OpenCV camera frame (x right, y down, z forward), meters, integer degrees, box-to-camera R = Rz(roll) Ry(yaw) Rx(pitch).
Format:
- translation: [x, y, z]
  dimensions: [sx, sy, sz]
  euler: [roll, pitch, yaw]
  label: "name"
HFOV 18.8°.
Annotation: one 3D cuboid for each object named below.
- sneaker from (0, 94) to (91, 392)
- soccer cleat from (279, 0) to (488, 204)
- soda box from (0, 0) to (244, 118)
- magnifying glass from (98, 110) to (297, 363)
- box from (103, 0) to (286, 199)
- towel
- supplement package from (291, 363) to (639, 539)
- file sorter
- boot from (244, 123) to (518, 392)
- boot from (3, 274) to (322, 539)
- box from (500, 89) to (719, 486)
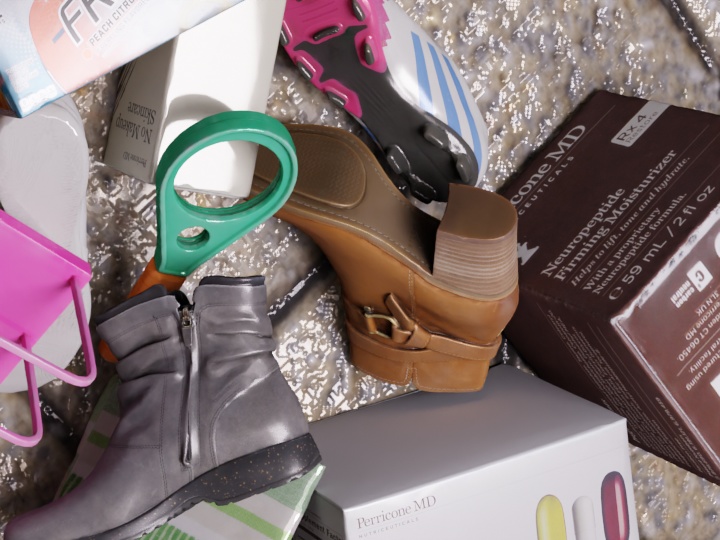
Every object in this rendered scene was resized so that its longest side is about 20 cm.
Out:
- translation: [-0.189, -0.025, 1.255]
  dimensions: [0.075, 0.089, 0.201]
  euler: [8, 122, -12]
  label: "sneaker"
- translation: [0.011, -0.131, 1.338]
  dimensions: [0.070, 0.087, 0.200]
  euler: [-25, 114, 28]
  label: "soccer cleat"
- translation: [-0.121, -0.154, 1.167]
  dimensions: [0.199, 0.068, 0.064]
  euler: [-31, 108, -20]
  label: "soda box"
- translation: [-0.102, -0.016, 1.263]
  dimensions: [0.079, 0.022, 0.200]
  euler: [11, 134, -30]
  label: "magnifying glass"
- translation: [-0.091, -0.149, 1.271]
  dimensions: [0.068, 0.082, 0.202]
  euler: [8, 96, -29]
  label: "box"
- translation: [-0.127, 0.175, 1.300]
  dimensions: [0.201, 0.152, 0.023]
  euler: [-64, 159, -2]
  label: "towel"
- translation: [0.051, 0.150, 1.364]
  dimensions: [0.199, 0.156, 0.112]
  euler: [-16, 107, -23]
  label: "supplement package"
- translation: [-0.254, 0.067, 1.167]
  dimensions: [0.139, 0.126, 0.200]
  euler: [33, 111, -29]
  label: "file sorter"
- translation: [0.000, 0.000, 1.348]
  dimensions: [0.155, 0.199, 0.074]
  euler: [96, 20, -48]
  label: "boot"
- translation: [-0.130, 0.084, 1.257]
  dimensions: [0.199, 0.070, 0.133]
  euler: [-21, 90, 1]
  label: "boot"
- translation: [0.197, 0.009, 1.381]
  dimensions: [0.166, 0.200, 0.164]
  euler: [-47, 119, -12]
  label: "box"
